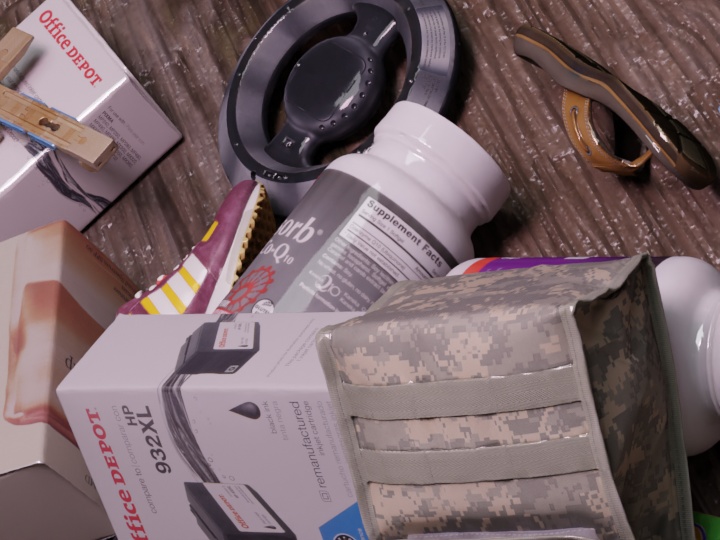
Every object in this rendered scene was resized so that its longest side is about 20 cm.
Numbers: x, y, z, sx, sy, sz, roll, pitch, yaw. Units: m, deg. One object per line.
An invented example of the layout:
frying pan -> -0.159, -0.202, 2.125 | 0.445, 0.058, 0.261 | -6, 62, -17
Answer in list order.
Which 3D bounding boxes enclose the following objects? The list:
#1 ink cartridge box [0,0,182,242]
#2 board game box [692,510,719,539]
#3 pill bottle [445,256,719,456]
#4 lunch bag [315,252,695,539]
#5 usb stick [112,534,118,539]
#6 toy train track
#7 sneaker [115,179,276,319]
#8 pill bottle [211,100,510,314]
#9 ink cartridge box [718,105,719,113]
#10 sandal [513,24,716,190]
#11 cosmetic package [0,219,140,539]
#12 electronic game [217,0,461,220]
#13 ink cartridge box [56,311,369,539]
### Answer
ink cartridge box -> -0.252, -0.091, 1.699 | 0.200, 0.084, 0.145 | -42, 45, 0
board game box -> 0.135, 0.171, 1.270 | 0.199, 0.030, 0.096 | 9, 63, 42
pill bottle -> 0.141, 0.048, 1.299 | 0.199, 0.113, 0.113 | 0, 57, 34
lunch bag -> 0.084, 0.106, 1.215 | 0.163, 0.201, 0.117 | -6, 15, 34
usb stick -> -0.078, 0.185, 1.403 | 0.199, 0.033, 0.056 | 1, 48, 35
toy train track -> -0.245, -0.109, 1.630 | 0.199, 0.033, 0.115 | 26, 67, 36
sneaker -> -0.117, 0.020, 1.513 | 0.090, 0.075, 0.201 | 6, 55, 16
pill bottle -> 0.000, 0.000, 1.433 | 0.116, 0.116, 0.200 | 26, 74, 44
ink cartridge box -> 0.325, -0.105, 1.324 | 0.200, 0.067, 0.116 | -37, 44, 4
sandal -> 0.152, -0.095, 1.432 | 0.055, 0.082, 0.200 | -56, 45, 8
cosmetic package -> -0.212, 0.080, 1.528 | 0.087, 0.103, 0.201 | -19, 49, 23
electronic game -> -0.017, -0.126, 1.595 | 0.199, 0.042, 0.201 | -18, 55, 28
ink cartridge box -> -0.060, 0.106, 1.336 | 0.199, 0.146, 0.084 | -1, 31, 31
